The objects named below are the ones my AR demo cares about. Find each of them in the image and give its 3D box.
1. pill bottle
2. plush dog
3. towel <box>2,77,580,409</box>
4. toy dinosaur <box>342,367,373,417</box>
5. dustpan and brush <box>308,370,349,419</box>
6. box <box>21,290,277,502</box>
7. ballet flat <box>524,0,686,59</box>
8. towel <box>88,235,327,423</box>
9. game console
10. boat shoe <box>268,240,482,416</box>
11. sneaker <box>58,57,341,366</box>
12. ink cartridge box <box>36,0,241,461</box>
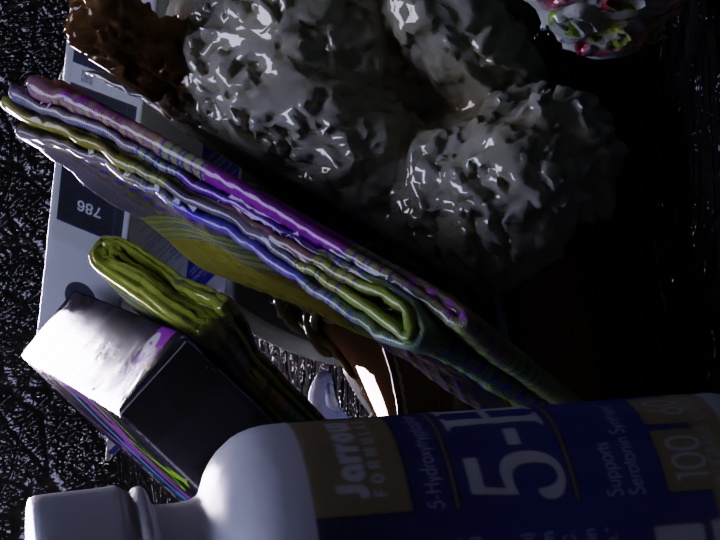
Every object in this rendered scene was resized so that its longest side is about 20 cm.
[{"bbox_3d":[0.012,0.099,0.761,0.120,0.199,0.121,176,90,-80],"label":"pill bottle"},{"bbox_3d":[0.012,-0.105,0.883,0.172,0.160,0.200,-58,20,-3],"label":"plush dog"},{"bbox_3d":[-0.012,0.005,0.875,0.200,0.023,0.144,30,174,37],"label":"towel"},{"bbox_3d":[0.012,0.018,1.185,0.102,0.077,0.201,66,179,-57],"label":"toy dinosaur"},{"bbox_3d":[0.005,0.139,1.096,0.140,0.057,0.201,-32,-55,-67],"label":"dustpan and brush"},{"bbox_3d":[-0.037,0.071,0.913,0.143,0.036,0.200,44,174,-13],"label":"box"},{"bbox_3d":[0.069,-0.151,0.731,0.064,0.075,0.201,25,123,61],"label":"ballet flat"},{"bbox_3d":[-0.010,0.061,0.921,0.200,0.018,0.086,47,171,-35],"label":"towel"},{"bbox_3d":[0.052,0.036,1.015,0.177,0.031,0.201,104,161,-61],"label":"game console"},{"bbox_3d":[0.000,0.000,1.016,0.076,0.073,0.201,93,170,-52],"label":"boat shoe"},{"bbox_3d":[-0.042,-0.052,1.096,0.200,0.075,0.107,40,142,19],"label":"sneaker"},{"bbox_3d":[-0.076,-0.039,1.021,0.099,0.039,0.201,-47,-29,-54],"label":"ink cartridge box"}]
